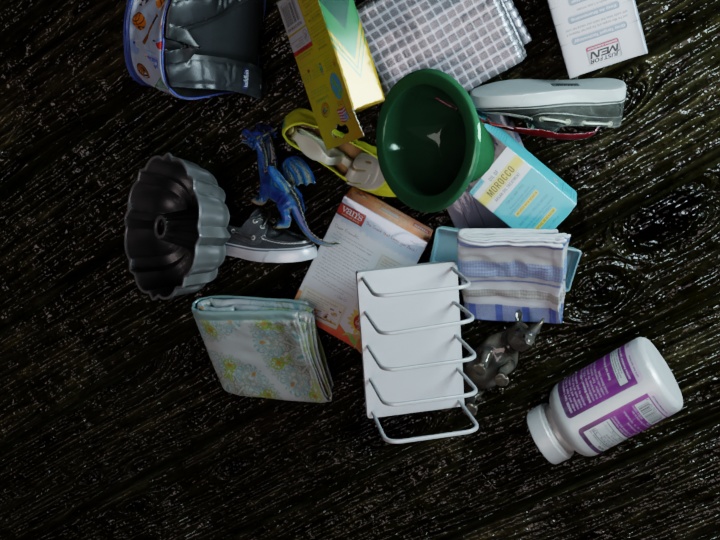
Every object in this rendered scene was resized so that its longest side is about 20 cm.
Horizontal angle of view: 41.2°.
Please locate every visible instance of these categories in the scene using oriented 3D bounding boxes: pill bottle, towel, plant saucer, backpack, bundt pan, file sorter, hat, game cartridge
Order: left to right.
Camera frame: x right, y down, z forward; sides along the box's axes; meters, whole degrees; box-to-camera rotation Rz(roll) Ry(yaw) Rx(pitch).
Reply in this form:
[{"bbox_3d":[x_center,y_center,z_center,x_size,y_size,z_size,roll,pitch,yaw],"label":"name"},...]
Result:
[{"bbox_3d":[-0.252,-0.060,1.349,0.200,0.075,0.206,-1,89,46],"label":"bundt pan"},{"bbox_3d":[-0.214,-0.311,1.215,0.152,0.190,0.204,15,115,24],"label":"backpack"},{"bbox_3d":[-0.143,0.119,1.416,0.197,0.048,0.174,3,125,24],"label":"towel"},{"bbox_3d":[0.077,0.104,1.241,0.136,0.125,0.204,-6,102,-8],"label":"file sorter"},{"bbox_3d":[0.096,-0.298,1.204,0.198,0.086,0.167,-26,105,21],"label":"towel"},{"bbox_3d":[0.144,-0.155,1.199,0.200,0.174,0.168,43,124,35],"label":"hat"},{"bbox_3d":[0.172,-0.114,1.290,0.128,0.038,0.202,-22,105,16],"label":"game cartridge"},{"bbox_3d":[0.193,-0.018,1.295,0.196,0.019,0.071,9,126,-1],"label":"plant saucer"},{"bbox_3d":[0.203,0.011,1.282,0.144,0.024,0.201,2,145,11],"label":"towel"},{"bbox_3d":[0.334,0.187,1.330,0.199,0.113,0.113,-34,101,23],"label":"pill bottle"}]

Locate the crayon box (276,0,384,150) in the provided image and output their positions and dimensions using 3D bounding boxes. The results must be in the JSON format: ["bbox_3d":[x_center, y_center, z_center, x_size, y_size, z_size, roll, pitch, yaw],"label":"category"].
[{"bbox_3d":[-0.034,-0.263,1.211,0.050,0.127,0.203,-21,98,-23],"label":"crayon box"}]

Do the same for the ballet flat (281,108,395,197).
[{"bbox_3d":[-0.022,-0.151,1.301,0.198,0.067,0.067,31,117,-1],"label":"ballet flat"}]

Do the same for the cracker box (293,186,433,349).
[{"bbox_3d":[0.000,0.000,1.362,0.132,0.058,0.202,29,116,2],"label":"cracker box"}]

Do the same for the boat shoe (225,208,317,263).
[{"bbox_3d":[-0.148,-0.055,1.358,0.197,0.070,0.068,10,107,33],"label":"boat shoe"}]

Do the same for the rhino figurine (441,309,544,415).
[{"bbox_3d":[0.189,0.124,1.339,0.060,0.088,0.200,39,125,-4],"label":"rhino figurine"}]

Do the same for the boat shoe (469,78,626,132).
[{"bbox_3d":[0.235,-0.203,1.208,0.196,0.071,0.065,0,116,2],"label":"boat shoe"}]

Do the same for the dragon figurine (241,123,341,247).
[{"bbox_3d":[-0.101,-0.116,1.307,0.200,0.058,0.100,47,142,26],"label":"dragon figurine"}]

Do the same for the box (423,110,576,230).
[{"bbox_3d":[0.180,-0.126,1.239,0.199,0.049,0.083,39,115,-4],"label":"box"}]

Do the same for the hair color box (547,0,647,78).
[{"bbox_3d":[0.273,-0.348,1.156,0.097,0.061,0.203,-15,107,19],"label":"hair color box"}]

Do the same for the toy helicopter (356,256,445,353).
[{"bbox_3d":[0.070,0.067,1.345,0.078,0.131,0.203,30,100,35],"label":"toy helicopter"}]
